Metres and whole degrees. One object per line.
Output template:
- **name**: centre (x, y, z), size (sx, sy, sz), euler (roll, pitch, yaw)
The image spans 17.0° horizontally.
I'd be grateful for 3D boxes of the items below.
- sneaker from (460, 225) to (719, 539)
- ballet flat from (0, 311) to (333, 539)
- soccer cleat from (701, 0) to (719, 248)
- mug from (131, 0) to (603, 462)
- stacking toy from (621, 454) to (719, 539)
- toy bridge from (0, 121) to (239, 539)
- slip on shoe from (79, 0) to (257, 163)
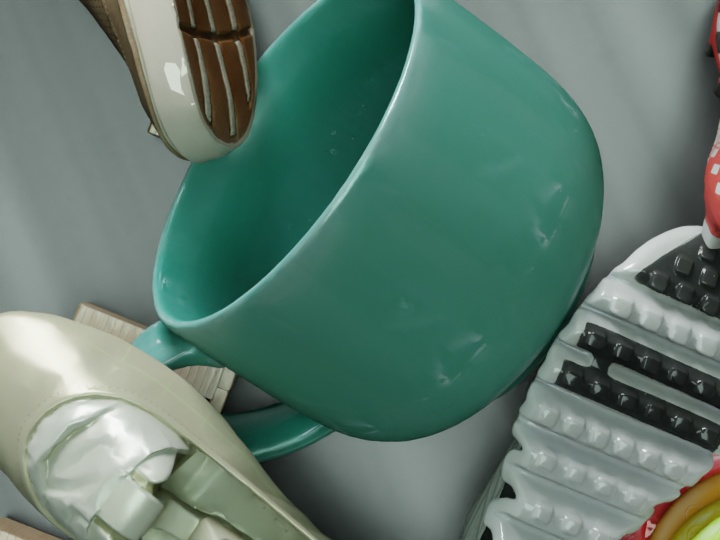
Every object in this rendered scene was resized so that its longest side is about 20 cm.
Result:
- **sneaker**: centre (0.078, 0.072, 0.868), size (0.075, 0.081, 0.201), euler (29, 93, -7)
- **ballet flat**: centre (-0.058, 0.086, 0.830), size (0.200, 0.069, 0.070), euler (37, 91, -7)
- **soccer cleat**: centre (0.162, -0.060, 0.851), size (0.068, 0.201, 0.085), euler (18, 127, -10)
- **mug**: centre (0.005, -0.010, 0.881), size (0.114, 0.185, 0.153), euler (33, 53, -23)
- **stacking toy**: centre (0.145, 0.120, 0.843), size (0.115, 0.200, 0.111), euler (1, 91, 1)
- **toy bridge**: centre (-0.080, 0.031, 0.937), size (0.067, 0.027, 0.201), euler (22, 91, -1)
- **slip on shoe**: centre (-0.091, -0.124, 0.896), size (0.060, 0.076, 0.201), euler (-23, 69, 17)
